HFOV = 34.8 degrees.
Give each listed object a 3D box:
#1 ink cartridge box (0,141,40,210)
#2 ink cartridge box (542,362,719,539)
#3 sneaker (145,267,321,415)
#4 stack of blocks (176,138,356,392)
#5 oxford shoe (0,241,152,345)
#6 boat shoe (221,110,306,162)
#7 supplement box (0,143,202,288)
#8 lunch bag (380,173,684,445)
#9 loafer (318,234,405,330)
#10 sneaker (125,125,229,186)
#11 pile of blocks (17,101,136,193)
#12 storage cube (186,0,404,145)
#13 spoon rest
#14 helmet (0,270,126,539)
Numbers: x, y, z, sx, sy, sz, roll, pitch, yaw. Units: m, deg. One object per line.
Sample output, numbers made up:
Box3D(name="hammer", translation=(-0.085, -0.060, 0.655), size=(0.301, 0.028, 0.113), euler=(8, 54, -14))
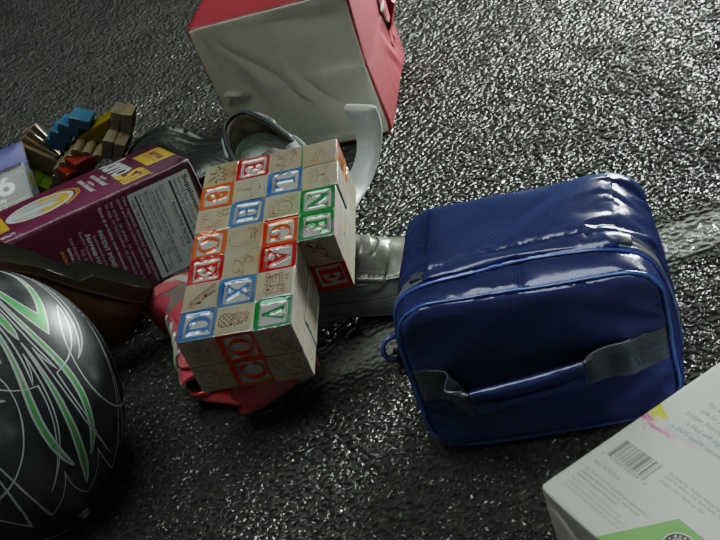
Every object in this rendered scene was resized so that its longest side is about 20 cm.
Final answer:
Box3D(name="ink cartridge box", translation=(-0.418, -0.031, 1.171), size=(0.197, 0.047, 0.200), euler=(-24, 63, -4))
Box3D(name="ink cartridge box", translation=(0.220, 0.119, 0.653), size=(0.200, 0.067, 0.117), euler=(-31, 33, -14))
Box3D(name="sneaker", translation=(-0.126, 0.059, 0.927), size=(0.200, 0.074, 0.087), euler=(18, 50, 44))
Box3D(name="stack of blocks", translation=(-0.066, -0.008, 0.884), size=(0.115, 0.059, 0.200), euler=(-10, 43, 11))
Box3D(name="oxford shoe", translation=(-0.277, 0.019, 0.944), size=(0.200, 0.071, 0.071), euler=(17, 10, -19))
Box3D(name="boat shoe", translation=(-0.074, -0.085, 1.041), size=(0.076, 0.060, 0.200), euler=(-41, 40, -9))
Box3D(name="supplement box", translation=(-0.245, -0.026, 1.061), size=(0.200, 0.103, 0.131), euler=(-27, 21, -18))
Box3D(name="lunch bag", translation=(0.111, 0.033, 0.775), size=(0.200, 0.136, 0.132), euler=(-13, 33, 13))
Box3D(name="loafer", translation=(0.000, 0.000, 0.946), size=(0.200, 0.070, 0.070), euler=(-16, 33, 7))
Box3D(name="sneaker", translation=(-0.178, -0.099, 1.193), size=(0.200, 0.076, 0.091), euler=(-2, 47, 33))
Box3D(name="pile of blocks", translation=(-0.326, -0.119, 1.242), size=(0.200, 0.082, 0.062), euler=(-31, 29, 26))
Box3D(name="storage cube", translation=(-0.061, -0.245, 1.245), size=(0.200, 0.171, 0.180), euler=(-10, 34, 15))
Box3D(name="spoon rest", translation=(-0.036, -0.069, 1.094), size=(0.099, 0.061, 0.200), euler=(10, 57, 40))
Box3D(name="helmet", translation=(-0.271, 0.098, 0.847), size=(0.191, 0.200, 0.200), euler=(-3, 35, 44))
